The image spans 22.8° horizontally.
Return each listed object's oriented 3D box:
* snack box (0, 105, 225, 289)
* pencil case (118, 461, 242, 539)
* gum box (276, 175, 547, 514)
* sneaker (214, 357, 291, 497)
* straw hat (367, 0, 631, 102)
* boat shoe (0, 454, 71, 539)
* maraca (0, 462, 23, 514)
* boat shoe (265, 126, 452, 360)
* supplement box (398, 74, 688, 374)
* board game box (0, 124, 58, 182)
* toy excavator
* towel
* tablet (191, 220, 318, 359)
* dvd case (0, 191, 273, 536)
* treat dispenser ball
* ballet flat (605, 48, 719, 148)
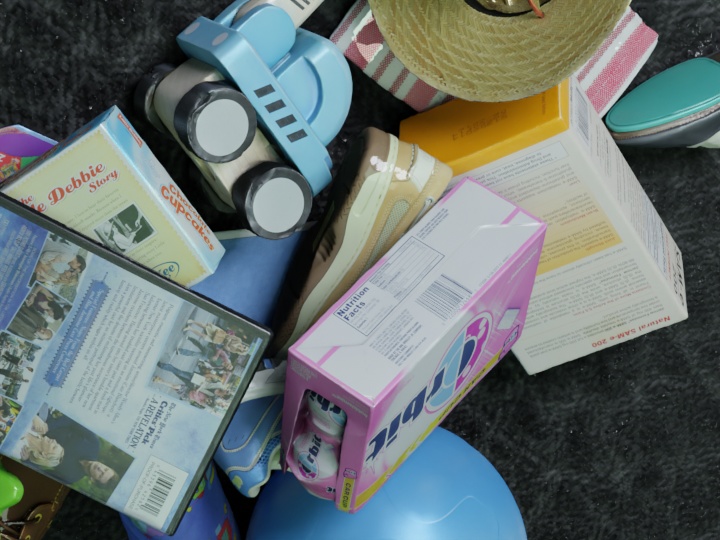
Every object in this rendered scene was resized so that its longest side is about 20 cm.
[{"bbox_3d":[-0.198,-0.003,1.124,0.199,0.037,0.116,-30,107,20],"label":"snack box"},{"bbox_3d":[-0.130,0.174,1.236,0.078,0.086,0.201,-54,148,-33],"label":"pencil case"},{"bbox_3d":[0.029,0.048,1.110,0.200,0.066,0.114,-43,155,-35],"label":"gum box"},{"bbox_3d":[-0.017,0.095,1.189,0.199,0.077,0.076,-15,156,-27],"label":"sneaker"},{"bbox_3d":[0.107,-0.202,1.124,0.085,0.200,0.202,-7,125,-61],"label":"straw hat"},{"bbox_3d":[-0.237,0.163,1.198,0.072,0.068,0.200,22,123,-23],"label":"boat shoe"},{"bbox_3d":[-0.300,0.135,1.149,0.199,0.107,0.138,-14,82,25],"label":"maraca"},{"bbox_3d":[0.000,0.000,1.169,0.076,0.072,0.200,18,132,-14],"label":"boat shoe"},{"bbox_3d":[0.125,-0.034,1.215,0.125,0.074,0.200,-21,127,22],"label":"supplement box"},{"bbox_3d":[-0.206,0.001,1.178,0.199,0.039,0.159,24,105,-26],"label":"board game box"},{"bbox_3d":[-0.052,-0.152,1.140,0.200,0.100,0.195,-42,119,-12],"label":"toy excavator"},{"bbox_3d":[0.092,-0.157,1.209,0.199,0.030,0.147,34,101,-26],"label":"towel"},{"bbox_3d":[-0.101,0.032,1.216,0.199,0.014,0.131,-8,119,-30],"label":"tablet"},{"bbox_3d":[-0.171,0.056,1.091,0.199,0.018,0.143,27,94,-5],"label":"dvd case"},{"bbox_3d":[0.018,0.203,1.248,0.199,0.201,0.202,-7,115,-14],"label":"treat dispenser ball"},{"bbox_3d":[0.266,-0.128,1.253,0.199,0.073,0.073,-34,119,-4],"label":"ballet flat"}]
